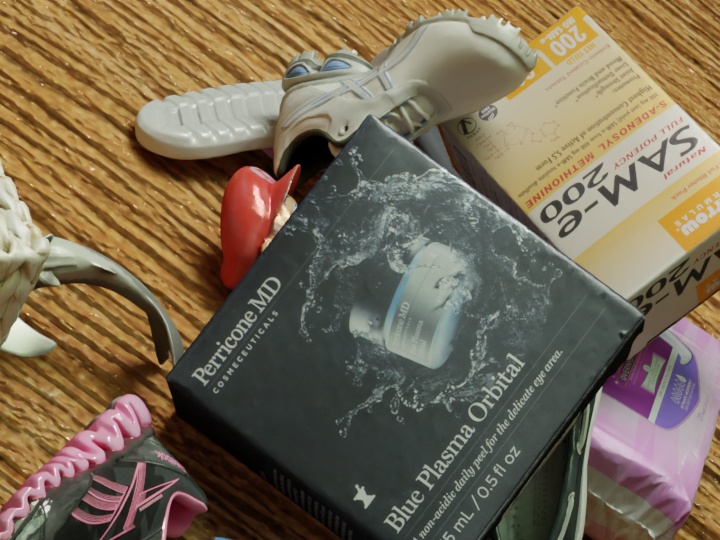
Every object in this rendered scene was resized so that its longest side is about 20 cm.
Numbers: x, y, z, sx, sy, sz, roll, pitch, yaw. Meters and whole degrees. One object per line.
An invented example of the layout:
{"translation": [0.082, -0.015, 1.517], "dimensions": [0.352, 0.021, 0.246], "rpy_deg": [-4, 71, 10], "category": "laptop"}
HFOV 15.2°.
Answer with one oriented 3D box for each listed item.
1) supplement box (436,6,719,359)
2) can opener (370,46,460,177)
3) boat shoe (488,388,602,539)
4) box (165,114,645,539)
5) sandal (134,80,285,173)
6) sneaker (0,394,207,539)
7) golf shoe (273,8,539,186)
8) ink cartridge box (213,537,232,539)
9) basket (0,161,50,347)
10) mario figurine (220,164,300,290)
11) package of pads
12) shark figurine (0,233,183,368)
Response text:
{"translation": [0.156, -0.059, 1.738], "dimensions": [0.200, 0.126, 0.074], "rpy_deg": [48, -9, 32], "category": "supplement box"}
{"translation": [0.056, -0.079, 1.904], "dimensions": [0.066, 0.053, 0.200], "rpy_deg": [6, 44, -38], "category": "can opener"}
{"translation": [0.108, 0.087, 1.641], "dimensions": [0.060, 0.075, 0.201], "rpy_deg": [29, 56, -73], "category": "boat shoe"}
{"translation": [0.025, 0.054, 1.557], "dimensions": [0.200, 0.197, 0.117], "rpy_deg": [36, -10, 7], "category": "box"}
{"translation": [-0.061, -0.091, 1.828], "dimensions": [0.202, 0.050, 0.083], "rpy_deg": [-3, 32, -26], "category": "sandal"}
{"translation": [-0.145, 0.144, 1.445], "dimensions": [0.095, 0.079, 0.200], "rpy_deg": [48, 35, -1], "category": "sneaker"}
{"translation": [0.026, -0.099, 1.713], "dimensions": [0.078, 0.200, 0.097], "rpy_deg": [42, 51, -31], "category": "golf shoe"}
{"translation": [0.004, 0.229, 1.393], "dimensions": [0.199, 0.084, 0.145], "rpy_deg": [11, 35, 3], "category": "ink cartridge box"}
{"translation": [-0.288, -0.002, 1.370], "dimensions": [0.160, 0.200, 0.198], "rpy_deg": [-3, 47, -39], "category": "basket"}
{"translation": [0.000, 0.000, 1.701], "dimensions": [0.200, 0.124, 0.106], "rpy_deg": [41, 51, 1], "category": "mario figurine"}
{"translation": [0.168, 0.094, 1.767], "dimensions": [0.120, 0.076, 0.200], "rpy_deg": [33, 33, -3], "category": "package of pads"}
{"translation": [-0.201, 0.013, 1.552], "dimensions": [0.214, 0.089, 0.129], "rpy_deg": [-7, 85, -36], "category": "shark figurine"}
